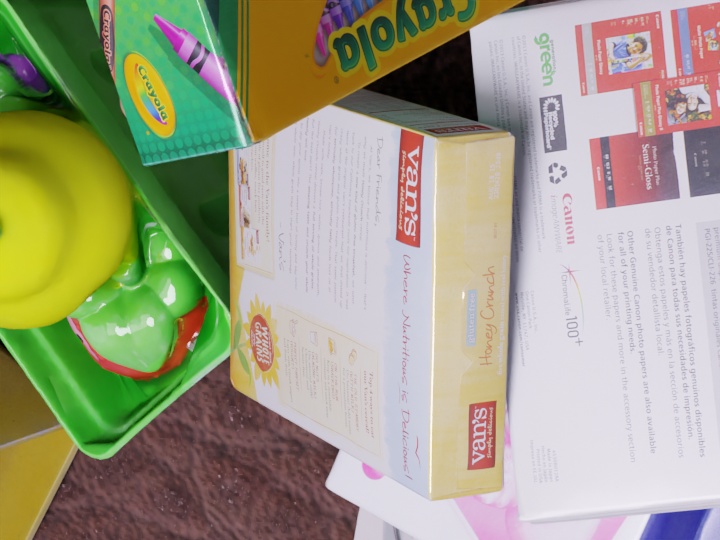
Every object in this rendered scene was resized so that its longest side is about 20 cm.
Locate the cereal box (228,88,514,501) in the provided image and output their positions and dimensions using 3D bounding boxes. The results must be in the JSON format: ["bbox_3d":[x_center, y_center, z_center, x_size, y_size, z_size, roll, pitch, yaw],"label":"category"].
[{"bbox_3d":[0.000,0.000,1.139,0.200,0.039,0.145,24,116,61],"label":"cereal box"}]

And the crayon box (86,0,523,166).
[{"bbox_3d":[-0.019,-0.128,1.021,0.058,0.200,0.119,-8,106,40],"label":"crayon box"}]

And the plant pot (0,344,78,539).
[{"bbox_3d":[-0.296,0.104,1.449,0.177,0.199,0.200,49,131,24],"label":"plant pot"}]

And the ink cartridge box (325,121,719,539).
[{"bbox_3d":[0.106,0.047,1.159,0.199,0.043,0.197,26,99,26],"label":"ink cartridge box"}]

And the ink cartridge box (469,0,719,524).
[{"bbox_3d":[0.145,-0.010,1.074,0.175,0.084,0.201,-7,85,26],"label":"ink cartridge box"}]

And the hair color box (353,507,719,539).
[{"bbox_3d":[0.097,0.124,1.236,0.199,0.065,0.110,25,123,24],"label":"hair color box"}]

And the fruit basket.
[{"bbox_3d":[-0.146,-0.019,1.264,0.216,0.215,0.155,54,131,4],"label":"fruit basket"}]

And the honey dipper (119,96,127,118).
[{"bbox_3d":[-0.032,-0.089,1.143,0.038,0.200,0.038,14,115,34],"label":"honey dipper"}]
